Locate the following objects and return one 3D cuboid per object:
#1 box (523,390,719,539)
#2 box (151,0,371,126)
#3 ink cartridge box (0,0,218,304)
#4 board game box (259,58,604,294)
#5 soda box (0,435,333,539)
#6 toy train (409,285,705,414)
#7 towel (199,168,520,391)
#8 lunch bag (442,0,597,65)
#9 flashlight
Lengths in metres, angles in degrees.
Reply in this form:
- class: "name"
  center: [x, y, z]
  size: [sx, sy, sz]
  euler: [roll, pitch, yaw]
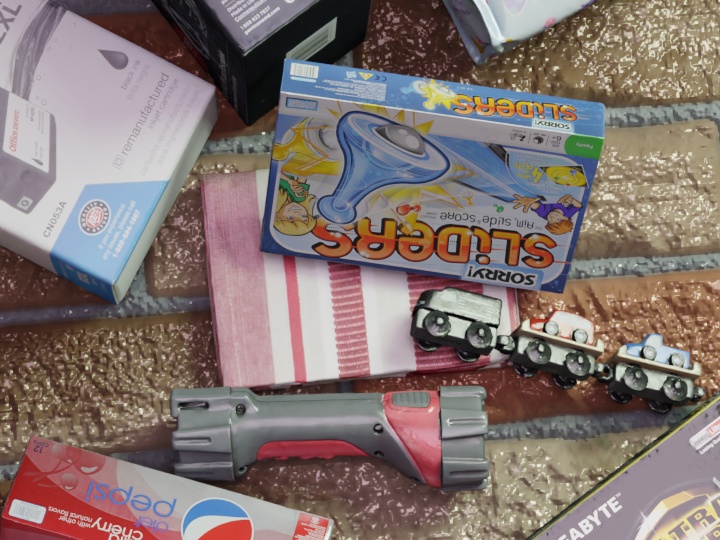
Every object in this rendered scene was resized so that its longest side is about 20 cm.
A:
- class: "box"
  center: [0.215, 0.187, 1.465]
  size: [0.199, 0.049, 0.160]
  euler: [-35, 86, -8]
- class: "box"
  center: [-0.086, -0.208, 1.436]
  size: [0.104, 0.200, 0.183]
  euler: [-36, 84, -7]
- class: "ink cartridge box"
  center: [-0.210, -0.092, 1.469]
  size: [0.199, 0.084, 0.146]
  euler: [27, 81, 2]
- class: "board game box"
  center: [0.042, -0.057, 1.436]
  size: [0.198, 0.136, 0.035]
  euler: [7, 44, -2]
- class: "soda box"
  center: [-0.121, 0.170, 1.432]
  size: [0.198, 0.070, 0.064]
  euler: [16, 54, 1]
- class: "toy train"
  center: [0.128, 0.048, 1.475]
  size: [0.198, 0.034, 0.046]
  euler: [15, 62, -11]
- class: "towel"
  center: [0.000, 0.000, 1.498]
  size: [0.198, 0.023, 0.145]
  euler: [-5, 79, -5]
- class: "lunch bag"
  center: [0.105, -0.261, 1.492]
  size: [0.169, 0.127, 0.201]
  euler: [-30, 93, -5]
- class: "flashlight"
  center: [-0.018, 0.108, 1.461]
  size: [0.198, 0.068, 0.068]
  euler: [-3, 72, 1]
